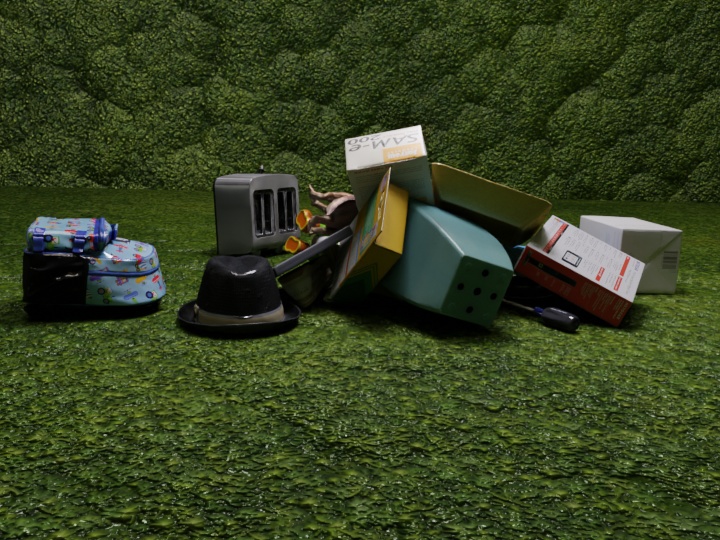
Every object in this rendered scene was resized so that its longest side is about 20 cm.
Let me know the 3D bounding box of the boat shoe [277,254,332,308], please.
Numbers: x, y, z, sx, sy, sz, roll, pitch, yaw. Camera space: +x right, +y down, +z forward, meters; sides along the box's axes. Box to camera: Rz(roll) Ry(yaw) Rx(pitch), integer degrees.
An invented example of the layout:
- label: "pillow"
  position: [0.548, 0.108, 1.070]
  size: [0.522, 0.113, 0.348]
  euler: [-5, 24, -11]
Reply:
- label: "boat shoe"
  position: [-0.088, 0.020, 1.234]
  size: [0.073, 0.063, 0.200]
  euler: [-27, 2, 15]

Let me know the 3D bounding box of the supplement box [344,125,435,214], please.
- label: "supplement box"
  position: [0.055, -0.129, 1.181]
  size: [0.125, 0.201, 0.074]
  euler: [-9, 52, 6]

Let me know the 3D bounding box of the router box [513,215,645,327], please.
- label: "router box"
  position: [0.362, -0.006, 1.183]
  size: [0.179, 0.049, 0.200]
  euler: [31, 28, 15]

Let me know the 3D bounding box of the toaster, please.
- label: "toaster"
  position: [-0.232, -0.135, 1.625]
  size: [0.118, 0.202, 0.180]
  euler: [3, 9, 31]

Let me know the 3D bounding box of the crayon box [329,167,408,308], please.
- label: "crayon box"
  position: [0.019, -0.045, 1.115]
  size: [0.051, 0.126, 0.200]
  euler: [19, -37, -14]

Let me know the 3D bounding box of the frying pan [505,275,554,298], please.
- label: "frying pan"
  position: [0.328, 0.032, 1.297]
  size: [0.189, 0.031, 0.115]
  euler: [2, 12, 17]

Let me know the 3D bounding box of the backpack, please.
- label: "backpack"
  position: [-0.401, -0.008, 1.115]
  size: [0.198, 0.136, 0.183]
  euler: [2, 11, -14]

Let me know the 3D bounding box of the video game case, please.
- label: "video game case"
  position: [-0.102, -0.019, 1.206]
  size: [0.142, 0.019, 0.200]
  euler: [-30, 2, -20]

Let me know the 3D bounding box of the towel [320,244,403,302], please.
- label: "towel"
  position: [0.000, 0.000, 1.268]
  size: [0.018, 0.087, 0.199]
  euler: [-36, 31, -30]

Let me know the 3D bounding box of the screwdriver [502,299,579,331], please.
- label: "screwdriver"
  position: [0.263, 0.057, 1.133]
  size: [0.029, 0.028, 0.200]
  euler: [-34, 27, -17]

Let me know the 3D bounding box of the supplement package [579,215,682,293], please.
- label: "supplement package"
  position: [0.517, -0.036, 1.415]
  size: [0.119, 0.122, 0.200]
  euler: [1, 11, -6]

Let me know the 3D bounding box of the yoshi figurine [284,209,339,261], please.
- label: "yoshi figurine"
  position: [-0.049, -0.048, 1.421]
  size: [0.199, 0.113, 0.112]
  euler: [20, -34, -31]

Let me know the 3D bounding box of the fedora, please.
- label: "fedora"
  position: [-0.177, 0.026, 1.064]
  size: [0.199, 0.092, 0.201]
  euler: [2, 11, 0]

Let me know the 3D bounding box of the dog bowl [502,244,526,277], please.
- label: "dog bowl"
  position: [0.343, -0.013, 1.326]
  size: [0.199, 0.050, 0.111]
  euler: [5, 12, -32]

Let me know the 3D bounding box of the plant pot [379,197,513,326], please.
- label: "plant pot"
  position: [0.131, -0.004, 1.088]
  size: [0.140, 0.142, 0.200]
  euler: [16, 13, -22]

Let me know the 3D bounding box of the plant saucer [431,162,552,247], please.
- label: "plant saucer"
  position: [0.205, -0.098, 1.210]
  size: [0.199, 0.049, 0.200]
  euler: [20, -8, 10]

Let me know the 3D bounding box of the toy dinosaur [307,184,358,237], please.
- label: "toy dinosaur"
  position: [-0.024, -0.101, 1.289]
  size: [0.134, 0.087, 0.200]
  euler: [2, -11, -1]
